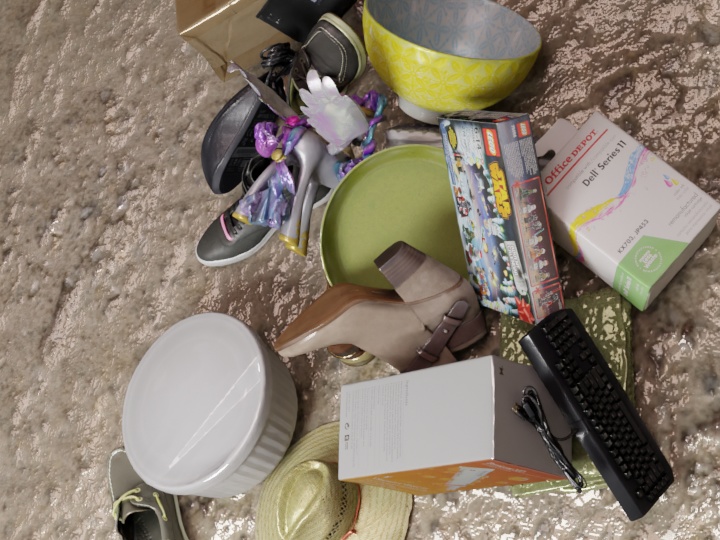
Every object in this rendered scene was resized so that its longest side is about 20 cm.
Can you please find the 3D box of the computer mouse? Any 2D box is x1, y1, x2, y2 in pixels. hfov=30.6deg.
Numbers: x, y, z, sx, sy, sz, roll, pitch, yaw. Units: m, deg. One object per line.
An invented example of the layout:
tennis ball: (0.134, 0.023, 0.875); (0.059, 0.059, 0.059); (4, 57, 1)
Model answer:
computer mouse: (-0.133, -0.185, 1.554); (0.052, 0.138, 0.201); (35, 101, 13)

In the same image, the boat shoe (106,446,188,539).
boat shoe: (-0.242, 0.278, 1.474); (0.072, 0.060, 0.203); (-36, 60, 12)

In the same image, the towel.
towel: (0.205, 0.121, 1.311); (0.147, 0.036, 0.203); (-9, 69, 26)

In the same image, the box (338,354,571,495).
box: (0.090, 0.155, 1.276); (0.199, 0.124, 0.099); (-16, 65, 43)

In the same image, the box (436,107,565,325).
box: (0.138, -0.056, 1.305); (0.137, 0.039, 0.203); (-160, 55, -67)

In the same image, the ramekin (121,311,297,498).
ramekin: (-0.158, 0.156, 1.442); (0.200, 0.094, 0.205); (-17, 58, 28)

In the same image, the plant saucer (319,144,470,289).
plant saucer: (0.054, -0.035, 1.389); (0.197, 0.031, 0.203); (-1, 103, -6)

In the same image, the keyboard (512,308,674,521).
keyboard: (0.210, 0.140, 1.216); (0.201, 0.127, 0.021); (57, 144, -1)

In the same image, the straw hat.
straw hat: (-0.048, 0.244, 1.370); (0.199, 0.085, 0.204); (-9, 68, 24)

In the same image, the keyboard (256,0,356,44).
keyboard: (-0.063, -0.322, 1.432); (0.200, 0.126, 0.021); (-34, 32, 56)

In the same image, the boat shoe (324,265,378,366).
boat shoe: (0.000, 0.000, 1.443); (0.071, 0.067, 0.203); (2, 73, 28)

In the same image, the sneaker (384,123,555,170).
sneaker: (0.122, -0.113, 1.433); (0.198, 0.075, 0.083); (9, 109, 26)

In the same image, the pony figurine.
pony figurine: (-0.056, -0.129, 1.398); (0.166, 0.193, 0.202); (23, 85, 39)

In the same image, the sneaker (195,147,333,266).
sneaker: (-0.129, -0.079, 1.521); (0.199, 0.099, 0.071); (-31, 62, 16)

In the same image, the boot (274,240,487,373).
boot: (0.029, 0.068, 1.363); (0.199, 0.146, 0.070); (-36, 24, 13)

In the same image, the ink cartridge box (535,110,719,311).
ink cartridge box: (0.241, -0.072, 1.305); (0.200, 0.067, 0.117); (40, 79, 19)

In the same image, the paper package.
paper package: (-0.132, -0.364, 1.602); (0.189, 0.103, 0.202); (-27, 50, 19)

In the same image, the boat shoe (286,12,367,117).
boat shoe: (-0.044, -0.220, 1.476); (0.072, 0.201, 0.066); (43, 74, 1)

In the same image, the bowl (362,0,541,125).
bowl: (0.089, -0.224, 1.435); (0.200, 0.199, 0.109); (37, 128, 32)
